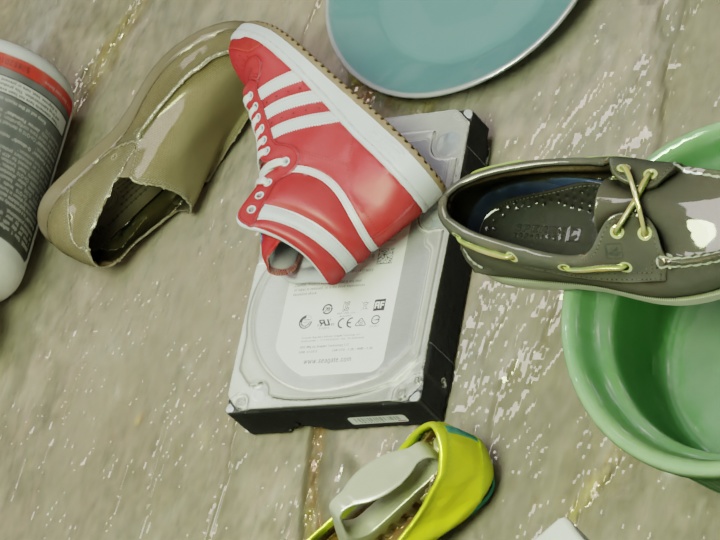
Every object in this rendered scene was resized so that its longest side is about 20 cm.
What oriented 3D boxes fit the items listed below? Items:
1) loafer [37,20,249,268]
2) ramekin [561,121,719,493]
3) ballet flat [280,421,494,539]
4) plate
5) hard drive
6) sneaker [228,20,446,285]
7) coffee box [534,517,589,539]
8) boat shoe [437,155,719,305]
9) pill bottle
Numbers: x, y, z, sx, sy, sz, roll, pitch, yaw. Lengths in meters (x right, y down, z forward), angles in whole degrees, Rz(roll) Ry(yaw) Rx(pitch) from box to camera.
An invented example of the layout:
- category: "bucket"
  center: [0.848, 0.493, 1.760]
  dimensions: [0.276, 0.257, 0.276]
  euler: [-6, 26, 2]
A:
- category: "loafer"
  center: [-0.123, -0.075, 1.765]
  dimensions: [0.200, 0.076, 0.067]
  euler: [-48, 48, 12]
- category: "ramekin"
  center: [0.216, 0.028, 1.445]
  dimensions: [0.199, 0.098, 0.201]
  euler: [-14, 62, 28]
- category: "ballet flat"
  center: [-0.010, 0.159, 1.543]
  dimensions: [0.200, 0.067, 0.067]
  euler: [-44, 48, 2]
- category: "plate"
  center: [0.069, -0.192, 1.741]
  dimensions: [0.200, 0.026, 0.201]
  euler: [-17, 54, 25]
- category: "hard drive"
  center: [0.000, 0.000, 1.658]
  dimensions: [0.139, 0.038, 0.201]
  euler: [-4, 59, 31]
- category: "sneaker"
  center: [-0.047, -0.069, 1.658]
  dimensions: [0.112, 0.071, 0.200]
  euler: [-44, 50, -4]
- category: "coffee box"
  center: [0.111, 0.281, 1.297]
  dimensions: [0.200, 0.200, 0.198]
  euler: [-41, 47, 4]
- category: "boat shoe"
  center: [0.134, -0.025, 1.420]
  dimensions: [0.201, 0.060, 0.072]
  euler: [-1, 69, 34]
- category: "pill bottle"
  center: [-0.269, -0.047, 1.809]
  dimensions: [0.115, 0.116, 0.201]
  euler: [-3, 60, 32]
